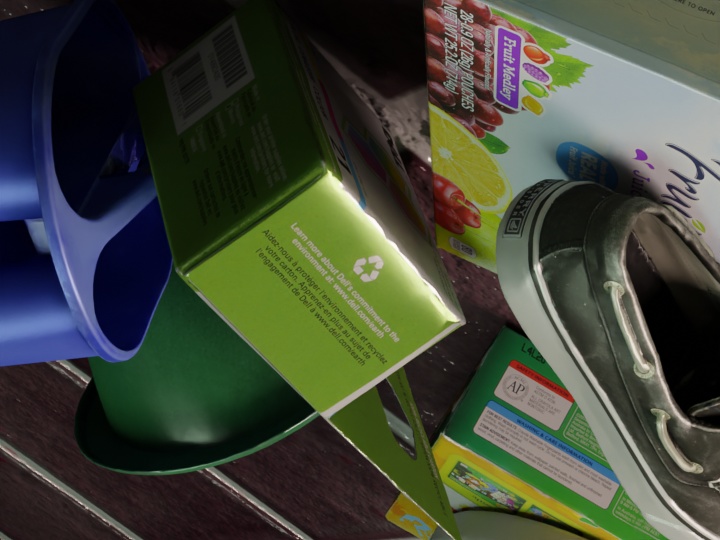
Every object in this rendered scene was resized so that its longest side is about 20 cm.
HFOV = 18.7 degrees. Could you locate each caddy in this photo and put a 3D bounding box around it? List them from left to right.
[{"bbox_3d":[-0.129,-0.040,0.955,0.105,0.200,0.142,-8,113,9],"label":"caddy"}]

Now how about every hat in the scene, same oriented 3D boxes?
[{"bbox_3d":[-0.106,-0.019,1.051,0.200,0.166,0.176,-10,122,28],"label":"hat"}]

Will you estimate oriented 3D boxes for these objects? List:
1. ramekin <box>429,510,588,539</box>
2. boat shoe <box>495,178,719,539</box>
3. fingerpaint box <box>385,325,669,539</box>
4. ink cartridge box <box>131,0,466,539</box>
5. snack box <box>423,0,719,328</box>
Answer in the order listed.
[{"bbox_3d":[0.103,0.221,1.121,0.200,0.105,0.200,27,158,12],"label":"ramekin"},{"bbox_3d":[0.123,0.045,0.790,0.064,0.071,0.200,6,147,47],"label":"boat shoe"},{"bbox_3d":[0.127,0.130,1.136,0.200,0.073,0.167,30,157,3],"label":"fingerpaint box"},{"bbox_3d":[0.000,0.000,0.926,0.200,0.076,0.148,46,-166,-34],"label":"ink cartridge box"},{"bbox_3d":[0.111,-0.044,0.795,0.168,0.068,0.200,25,159,14],"label":"snack box"}]
